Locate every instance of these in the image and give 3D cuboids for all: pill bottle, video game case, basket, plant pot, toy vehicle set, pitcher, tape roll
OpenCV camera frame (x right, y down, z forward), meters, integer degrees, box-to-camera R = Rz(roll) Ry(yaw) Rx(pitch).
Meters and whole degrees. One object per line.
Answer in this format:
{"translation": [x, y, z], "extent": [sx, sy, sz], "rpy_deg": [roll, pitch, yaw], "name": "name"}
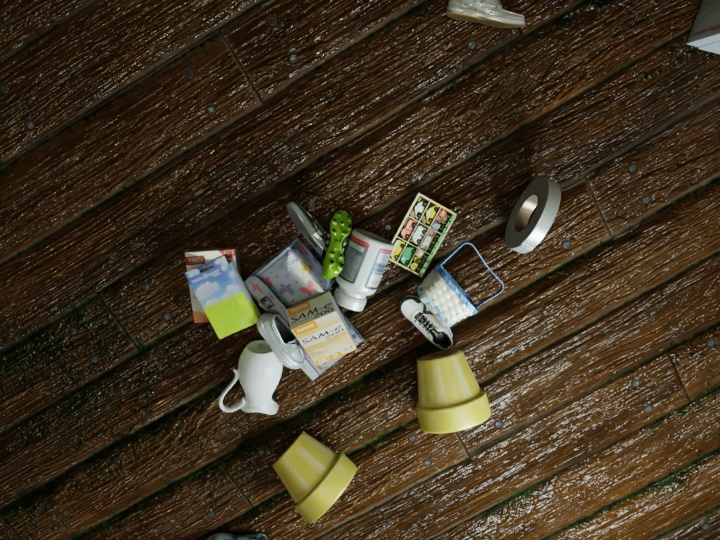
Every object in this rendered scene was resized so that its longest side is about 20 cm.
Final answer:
{"translation": [0.000, 0.000, 1.365], "extent": [0.119, 0.120, 0.201], "rpy_deg": [21, 101, -7], "name": "pill bottle"}
{"translation": [-0.119, 0.191, 1.452], "extent": [0.200, 0.026, 0.181], "rpy_deg": [-39, 102, 6], "name": "video game case"}
{"translation": [0.263, 0.040, 1.374], "extent": [0.200, 0.139, 0.176], "rpy_deg": [-36, 103, 14], "name": "basket"}
{"translation": [0.241, 0.327, 1.418], "extent": [0.200, 0.201, 0.190], "rpy_deg": [-14, 87, 1], "name": "plant pot"}
{"translation": [0.163, -0.097, 1.397], "extent": [0.124, 0.027, 0.200], "rpy_deg": [26, 101, -8], "name": "toy vehicle set"}
{"translation": [-0.306, 0.303, 1.415], "extent": [0.171, 0.121, 0.201], "rpy_deg": [-2, 111, -25], "name": "pitcher"}
{"translation": [0.441, -0.142, 1.310], "extent": [0.037, 0.203, 0.203], "rpy_deg": [21, 101, -8], "name": "tape roll"}
{"translation": [-0.145, 0.579, 1.465], "extent": [0.189, 0.201, 0.201], "rpy_deg": [44, 98, 3], "name": "plant pot"}

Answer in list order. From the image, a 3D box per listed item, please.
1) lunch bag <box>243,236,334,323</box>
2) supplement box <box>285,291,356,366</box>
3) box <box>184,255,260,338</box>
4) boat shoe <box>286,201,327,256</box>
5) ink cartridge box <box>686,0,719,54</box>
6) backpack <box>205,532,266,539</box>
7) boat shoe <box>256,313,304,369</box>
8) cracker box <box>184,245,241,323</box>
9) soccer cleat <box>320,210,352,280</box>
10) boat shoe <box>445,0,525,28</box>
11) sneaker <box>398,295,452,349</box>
{"translation": [-0.199, 0.041, 1.365], "extent": [0.200, 0.127, 0.170], "rpy_deg": [-35, 102, 20], "name": "lunch bag"}
{"translation": [-0.100, 0.159, 1.343], "extent": [0.126, 0.074, 0.200], "rpy_deg": [-23, 139, 1], "name": "supplement box"}
{"translation": [-0.361, 0.067, 1.342], "extent": [0.122, 0.048, 0.201], "rpy_deg": [-23, 105, 2], "name": "box"}
{"translation": [-0.121, -0.109, 1.368], "extent": [0.057, 0.069, 0.200], "rpy_deg": [-42, 103, -21], "name": "boat shoe"}
{"translation": [0.941, -0.648, 1.243], "extent": [0.144, 0.145, 0.201], "rpy_deg": [14, 103, -6], "name": "ink cartridge box"}
{"translation": [-0.397, 0.901, 1.544], "extent": [0.199, 0.153, 0.176], "rpy_deg": [11, 108, 2], "name": "backpack"}
{"translation": [-0.199, 0.190, 1.376], "extent": [0.068, 0.072, 0.200], "rpy_deg": [-11, 119, 32], "name": "boat shoe"}
{"translation": [-0.394, 0.037, 1.387], "extent": [0.133, 0.058, 0.201], "rpy_deg": [-4, 103, -2], "name": "cracker box"}
{"translation": [-0.069, -0.069, 1.322], "extent": [0.067, 0.201, 0.081], "rpy_deg": [24, 146, -22], "name": "soccer cleat"}
{"translation": [0.315, -0.648, 1.252], "extent": [0.199, 0.071, 0.070], "rpy_deg": [10, 104, -4], "name": "boat shoe"}
{"translation": [0.190, 0.145, 1.429], "extent": [0.200, 0.080, 0.074], "rpy_deg": [40, 100, -9], "name": "sneaker"}
